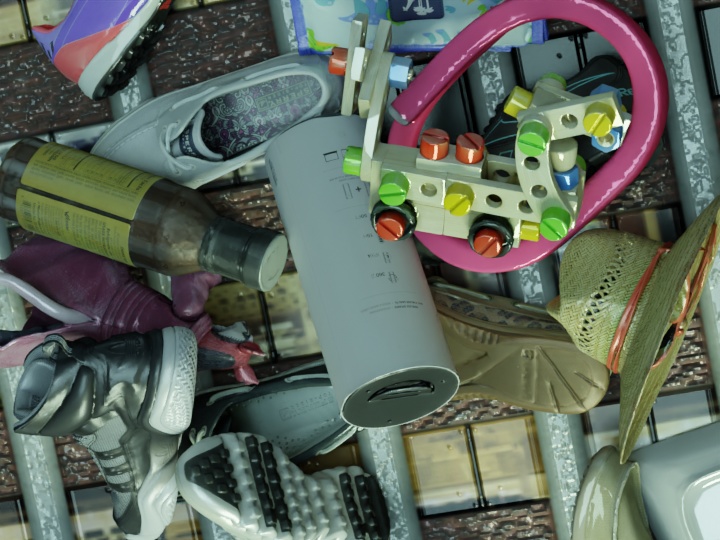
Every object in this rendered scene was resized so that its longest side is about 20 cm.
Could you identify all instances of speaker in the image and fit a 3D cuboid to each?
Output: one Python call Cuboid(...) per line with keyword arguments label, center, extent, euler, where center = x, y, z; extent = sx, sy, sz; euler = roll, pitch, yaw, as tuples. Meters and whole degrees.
Cuboid(label="speaker", center=(0.000, 0.000, 1.642), extent=(0.081, 0.081, 0.200), euler=(-26, 61, 14))

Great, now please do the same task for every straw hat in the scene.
Cuboid(label="straw hat", center=(0.165, 0.018, 1.604), extent=(0.085, 0.201, 0.201), euler=(23, 103, 11))

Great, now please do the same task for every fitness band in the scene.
Cuboid(label="fitness band", center=(0.103, -0.089, 1.602), extent=(0.200, 0.037, 0.144), euler=(-44, 84, 21))

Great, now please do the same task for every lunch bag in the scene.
Cuboid(label="lunch bag", center=(0.033, -0.236, 1.630), extent=(0.170, 0.127, 0.200), euler=(-2, 114, 7))

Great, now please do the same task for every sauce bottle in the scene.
Cuboid(label="sauce bottle", center=(-0.144, -0.033, 1.673), extent=(0.200, 0.065, 0.065), euler=(20, 103, 20))

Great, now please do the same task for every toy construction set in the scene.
Cuboid(label="toy construction set", center=(0.064, -0.079, 1.551), extent=(0.200, 0.092, 0.131), euler=(20, 132, 20))

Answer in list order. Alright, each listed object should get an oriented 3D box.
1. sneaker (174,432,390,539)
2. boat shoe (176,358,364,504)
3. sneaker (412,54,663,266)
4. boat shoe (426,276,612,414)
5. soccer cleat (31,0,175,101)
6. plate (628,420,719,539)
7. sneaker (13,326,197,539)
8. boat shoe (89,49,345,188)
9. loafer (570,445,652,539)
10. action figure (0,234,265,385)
Cuboid(label="sneaker", center=(-0.063, 0.162, 1.683), extent=(0.081, 0.200, 0.075), euler=(-24, 61, 28))
Cuboid(label="boat shoe", center=(-0.082, 0.112, 1.736), extent=(0.200, 0.060, 0.076), euler=(-27, 94, 14))
Cuboid(label="sneaker", center=(0.107, -0.069, 1.675), extent=(0.200, 0.075, 0.079), euler=(-28, 64, 20))
Cuboid(label="boat shoe", center=(0.073, 0.049, 1.701), extent=(0.200, 0.063, 0.073), euler=(14, 117, 12))
Cuboid(label="soccer cleat", center=(-0.144, -0.209, 1.694), extent=(0.073, 0.068, 0.200), euler=(40, 107, 7))
Cuboid(label="plate", center=(0.301, 0.183, 1.687), extent=(0.199, 0.032, 0.200), euler=(-22, 95, 13))
Cuboid(label="sneaker", center=(-0.171, 0.103, 1.658), extent=(0.114, 0.076, 0.200), euler=(7, 139, -7))
Cuboid(label="boat shoe", center=(-0.102, -0.091, 1.701), extent=(0.200, 0.069, 0.072), euler=(-17, 96, 14))
Cuboid(label="loafer", center=(0.185, 0.212, 1.692), extent=(0.068, 0.076, 0.200), euler=(0, 109, 21))
Cuboid(label="action figure", center=(-0.155, 0.028, 1.700), extent=(0.200, 0.149, 0.134), euler=(17, 96, 22))
